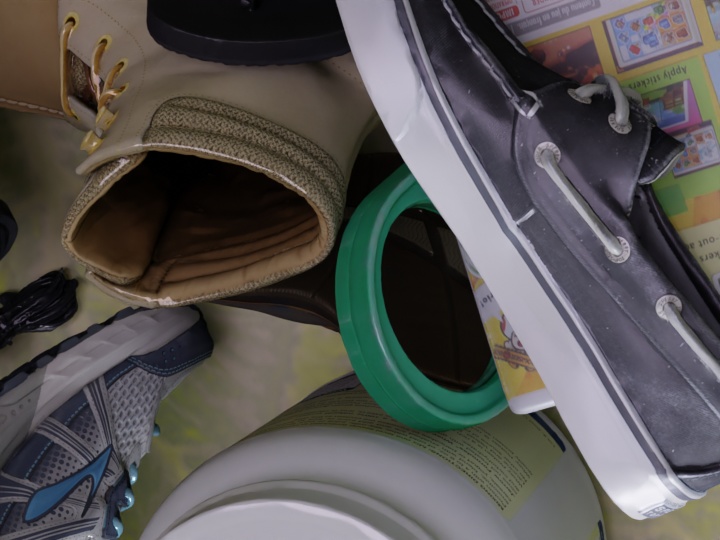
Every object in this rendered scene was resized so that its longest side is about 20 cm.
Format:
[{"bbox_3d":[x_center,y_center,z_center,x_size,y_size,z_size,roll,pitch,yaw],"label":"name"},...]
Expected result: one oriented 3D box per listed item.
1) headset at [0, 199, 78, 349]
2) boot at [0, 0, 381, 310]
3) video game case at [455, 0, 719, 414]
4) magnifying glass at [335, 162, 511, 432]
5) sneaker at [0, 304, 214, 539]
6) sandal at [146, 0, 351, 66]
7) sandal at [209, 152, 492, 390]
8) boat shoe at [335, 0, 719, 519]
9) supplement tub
[{"bbox_3d":[-0.160,-0.035,0.739,0.093,0.201,0.124,-27,48,-18],"label":"headset"},{"bbox_3d":[-0.086,-0.055,0.721,0.198,0.156,0.073,6,125,11],"label":"boot"},{"bbox_3d":[0.112,-0.069,0.627,0.199,0.023,0.184,-17,90,19],"label":"video game case"},{"bbox_3d":[0.041,-0.037,0.695,0.022,0.201,0.079,-20,132,43],"label":"magnifying glass"},{"bbox_3d":[-0.119,0.085,0.747,0.087,0.200,0.077,55,142,-6],"label":"sneaker"},{"bbox_3d":[0.019,-0.119,0.703,0.198,0.075,0.045,-16,132,-11],"label":"sandal"},{"bbox_3d":[0.000,0.000,0.760,0.199,0.055,0.082,9,73,28],"label":"sandal"},{"bbox_3d":[0.062,-0.027,0.599,0.068,0.072,0.201,-30,89,21],"label":"boat shoe"},{"bbox_3d":[0.002,0.116,0.698,0.144,0.200,0.146,2,97,15],"label":"supplement tub"}]
